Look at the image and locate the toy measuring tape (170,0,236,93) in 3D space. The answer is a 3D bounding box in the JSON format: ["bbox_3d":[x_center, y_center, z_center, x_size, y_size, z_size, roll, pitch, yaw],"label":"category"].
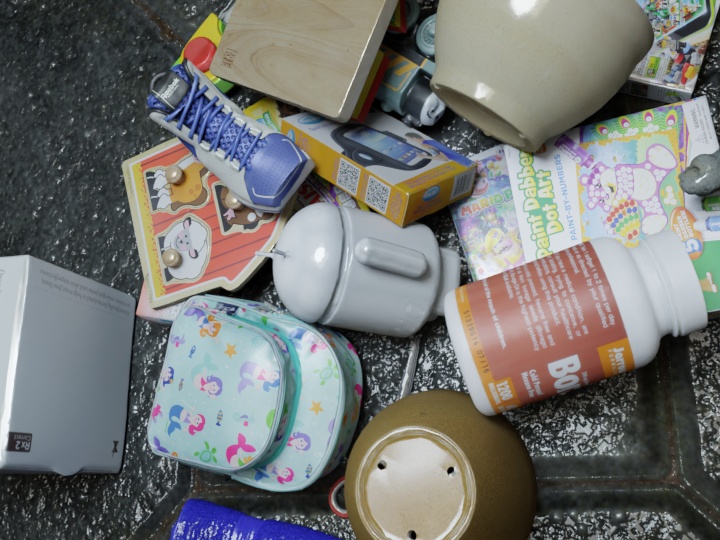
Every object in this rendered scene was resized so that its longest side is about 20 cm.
[{"bbox_3d":[-0.153,-0.272,0.933,0.073,0.074,0.201,39,90,22],"label":"toy measuring tape"}]

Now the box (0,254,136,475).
[{"bbox_3d":[-0.347,0.108,0.825,0.128,0.199,0.205,-3,75,15],"label":"box"}]

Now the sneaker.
[{"bbox_3d":[-0.148,-0.139,0.775,0.198,0.115,0.081,37,91,27],"label":"sneaker"}]

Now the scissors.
[{"bbox_3d":[0.037,0.173,0.792,0.072,0.014,0.202,28,84,22],"label":"scissors"}]

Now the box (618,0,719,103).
[{"bbox_3d":[0.311,-0.276,0.807,0.108,0.035,0.204,17,82,20],"label":"box"}]

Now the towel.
[{"bbox_3d":[-0.110,0.321,0.779,0.196,0.050,0.151,7,79,19],"label":"towel"}]

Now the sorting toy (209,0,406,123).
[{"bbox_3d":[-0.036,-0.263,0.811,0.198,0.069,0.202,26,94,36],"label":"sorting toy"}]

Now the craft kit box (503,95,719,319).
[{"bbox_3d":[0.248,-0.044,0.745,0.194,0.048,0.204,-13,73,17],"label":"craft kit box"}]

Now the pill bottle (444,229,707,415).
[{"bbox_3d":[0.177,0.040,0.664,0.197,0.112,0.114,-20,71,12],"label":"pill bottle"}]

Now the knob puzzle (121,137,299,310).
[{"bbox_3d":[-0.156,-0.075,0.837,0.215,0.030,0.225,-4,75,15],"label":"knob puzzle"}]

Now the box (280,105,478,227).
[{"bbox_3d":[0.009,-0.122,0.811,0.199,0.118,0.042,36,131,28],"label":"box"}]

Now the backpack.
[{"bbox_3d":[-0.101,0.122,0.778,0.196,0.150,0.181,14,88,12],"label":"backpack"}]

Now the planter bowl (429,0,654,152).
[{"bbox_3d":[0.146,-0.196,0.726,0.199,0.200,0.136,33,95,22],"label":"planter bowl"}]

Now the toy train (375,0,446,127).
[{"bbox_3d":[0.032,-0.237,0.859,0.199,0.085,0.115,37,93,24],"label":"toy train"}]

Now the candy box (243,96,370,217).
[{"bbox_3d":[-0.070,-0.110,0.882,0.101,0.026,0.202,-30,70,2],"label":"candy box"}]

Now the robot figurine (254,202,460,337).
[{"bbox_3d":[0.000,0.000,0.762,0.196,0.169,0.115,11,73,-20],"label":"robot figurine"}]

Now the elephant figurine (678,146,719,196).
[{"bbox_3d":[0.395,-0.097,0.686,0.154,0.142,0.202,27,77,36],"label":"elephant figurine"}]

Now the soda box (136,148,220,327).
[{"bbox_3d":[-0.187,-0.037,0.886,0.067,0.064,0.204,6,79,18],"label":"soda box"}]

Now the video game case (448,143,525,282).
[{"bbox_3d":[0.173,-0.036,0.798,0.141,0.018,0.204,-20,71,12],"label":"video game case"}]

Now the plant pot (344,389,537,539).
[{"bbox_3d":[0.058,0.187,0.672,0.182,0.200,0.191,-3,76,12],"label":"plant pot"}]
